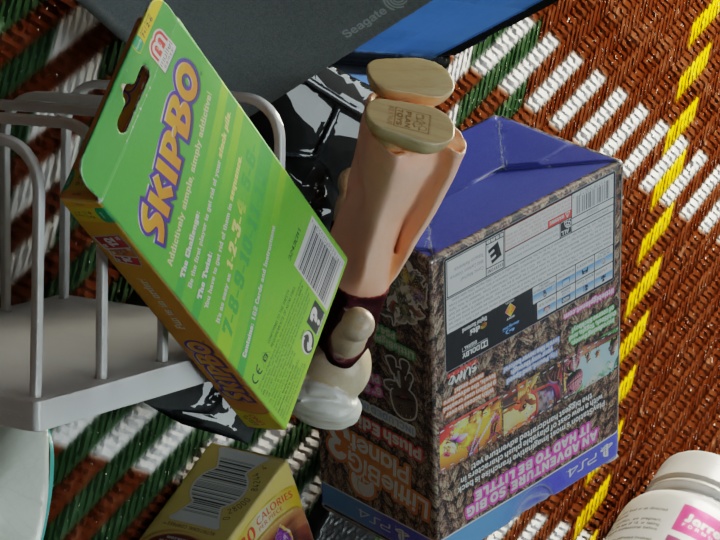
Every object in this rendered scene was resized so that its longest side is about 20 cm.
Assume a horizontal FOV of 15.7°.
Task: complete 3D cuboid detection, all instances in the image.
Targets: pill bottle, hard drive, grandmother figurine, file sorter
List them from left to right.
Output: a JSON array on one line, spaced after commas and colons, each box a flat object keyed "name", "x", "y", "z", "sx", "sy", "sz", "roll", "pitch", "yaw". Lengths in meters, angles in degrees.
[{"name": "file sorter", "x": -0.139, "y": -0.014, "z": 1.174, "sx": 0.200, "sy": 0.139, "sz": 0.125, "roll": -15, "pitch": 109, "yaw": -58}, {"name": "hard drive", "x": -0.073, "y": -0.162, "z": 1.195, "sx": 0.200, "sy": 0.139, "sz": 0.033, "roll": 41, "pitch": 29, "yaw": -36}, {"name": "grandmother figurine", "x": 0.000, "y": 0.000, "z": 1.284, "sx": 0.121, "sy": 0.060, "sz": 0.200, "roll": -74, "pitch": -179, "yaw": -53}, {"name": "pill bottle", "x": 0.221, "y": 0.232, "z": 1.901, "sx": 0.200, "sy": 0.113, "sz": 0.113, "roll": -55, "pitch": 142, "yaw": -38}]

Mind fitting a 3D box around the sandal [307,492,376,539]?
[{"name": "sandal", "x": 0.015, "y": 0.093, "z": 1.581, "sx": 0.200, "sy": 0.045, "sz": 0.075, "roll": -55, "pitch": 139, "yaw": -13}]

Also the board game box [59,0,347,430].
[{"name": "board game box", "x": -0.067, "y": -0.022, "z": 1.137, "sx": 0.200, "sy": 0.030, "sz": 0.096, "roll": 58, "pitch": 44, "yaw": -49}]

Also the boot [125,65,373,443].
[{"name": "boot", "x": -0.086, "y": -0.030, "z": 1.330, "sx": 0.165, "sy": 0.066, "sz": 0.200, "roll": 28, "pitch": 94, "yaw": -20}]

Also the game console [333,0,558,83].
[{"name": "game console", "x": 0.029, "y": -0.092, "z": 1.462, "sx": 0.200, "sy": 0.118, "sz": 0.171, "roll": -4, "pitch": 101, "yaw": -59}]

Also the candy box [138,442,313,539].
[{"name": "candy box", "x": -0.095, "y": 0.203, "z": 1.398, "sx": 0.200, "sy": 0.056, "sz": 0.117, "roll": -55, "pitch": 142, "yaw": -39}]

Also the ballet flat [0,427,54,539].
[{"name": "ballet flat", "x": -0.193, "y": 0.154, "z": 1.212, "sx": 0.069, "sy": 0.069, "sz": 0.200, "roll": 22, "pitch": 80, "yaw": -60}]

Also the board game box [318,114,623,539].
[{"name": "board game box", "x": 0.062, "y": 0.038, "z": 1.492, "sx": 0.159, "sy": 0.097, "sz": 0.200, "roll": -26, "pitch": 127, "yaw": -38}]
